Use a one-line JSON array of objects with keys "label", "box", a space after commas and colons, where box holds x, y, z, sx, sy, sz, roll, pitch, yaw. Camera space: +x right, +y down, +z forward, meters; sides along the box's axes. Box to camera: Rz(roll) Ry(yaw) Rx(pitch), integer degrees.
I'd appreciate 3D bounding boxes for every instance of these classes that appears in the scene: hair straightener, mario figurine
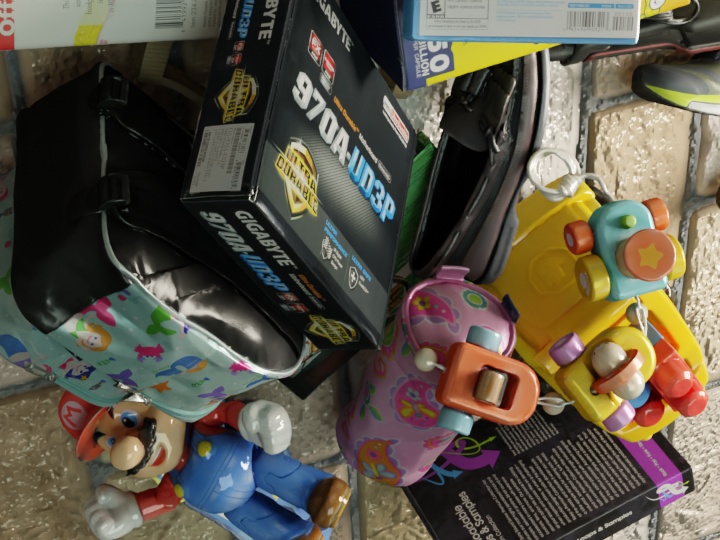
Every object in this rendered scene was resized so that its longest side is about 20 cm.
[{"label": "hair straightener", "box": [0.202, -0.181, 0.947, 0.199, 0.041, 0.077, -6, 148, -1]}, {"label": "mario figurine", "box": [-0.112, 0.135, 0.919, 0.199, 0.106, 0.124, 29, 72, 1]}]

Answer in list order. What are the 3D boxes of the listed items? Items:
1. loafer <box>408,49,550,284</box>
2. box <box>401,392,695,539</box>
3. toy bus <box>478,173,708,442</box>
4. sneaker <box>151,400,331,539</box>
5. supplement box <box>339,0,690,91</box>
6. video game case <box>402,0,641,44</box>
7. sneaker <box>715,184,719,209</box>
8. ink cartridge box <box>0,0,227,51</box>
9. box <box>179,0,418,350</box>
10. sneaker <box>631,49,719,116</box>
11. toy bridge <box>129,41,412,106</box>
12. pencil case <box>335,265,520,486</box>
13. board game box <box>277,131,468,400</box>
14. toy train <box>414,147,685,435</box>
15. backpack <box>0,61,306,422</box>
[{"label": "loafer", "box": [0.078, -0.079, 0.941, 0.063, 0.072, 0.201, -5, 119, -27]}, {"label": "box", "box": [0.143, 0.166, 1.112, 0.199, 0.143, 0.036, -25, 130, -8]}, {"label": "toy bus", "box": [0.190, 0.056, 1.027, 0.136, 0.192, 0.200, -42, 135, 3]}, {"label": "sneaker", "box": [-0.078, 0.152, 1.042, 0.082, 0.074, 0.200, -45, 130, 5]}, {"label": "supplement box", "box": [0.091, -0.205, 0.860, 0.199, 0.110, 0.109, -19, 128, -14]}, {"label": "video game case", "box": [0.095, -0.228, 0.773, 0.142, 0.018, 0.201, -2, 103, -18]}, {"label": "sneaker", "box": [0.380, -0.088, 1.102, 0.200, 0.067, 0.090, -43, 124, 2]}, {"label": "ink cartridge box", "box": [-0.161, -0.190, 0.775, 0.199, 0.067, 0.117, -7, 124, -23]}, {"label": "box", "box": [-0.028, -0.063, 0.820, 0.046, 0.160, 0.200, -1, 153, 23]}, {"label": "sneaker", "box": [0.286, -0.162, 1.020, 0.199, 0.074, 0.081, -12, 107, -18]}, {"label": "toy bridge", "box": [-0.051, -0.122, 0.894, 0.199, 0.027, 0.067, 0, 131, -29]}, {"label": "pencil case", "box": [0.044, 0.080, 1.001, 0.087, 0.088, 0.200, -8, 150, -21]}, {"label": "board game box", "box": [0.000, 0.000, 1.009, 0.200, 0.023, 0.105, -41, 128, 5]}, {"label": "toy train", "box": [0.132, 0.025, 0.893, 0.150, 0.056, 0.201, 25, 83, -11]}, {"label": "backpack", "box": [-0.126, -0.003, 0.851, 0.150, 0.178, 0.200, -32, 139, 27]}]
